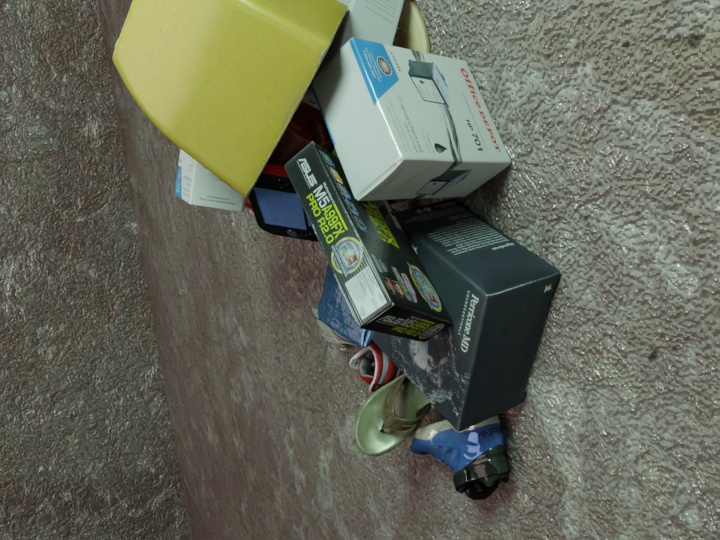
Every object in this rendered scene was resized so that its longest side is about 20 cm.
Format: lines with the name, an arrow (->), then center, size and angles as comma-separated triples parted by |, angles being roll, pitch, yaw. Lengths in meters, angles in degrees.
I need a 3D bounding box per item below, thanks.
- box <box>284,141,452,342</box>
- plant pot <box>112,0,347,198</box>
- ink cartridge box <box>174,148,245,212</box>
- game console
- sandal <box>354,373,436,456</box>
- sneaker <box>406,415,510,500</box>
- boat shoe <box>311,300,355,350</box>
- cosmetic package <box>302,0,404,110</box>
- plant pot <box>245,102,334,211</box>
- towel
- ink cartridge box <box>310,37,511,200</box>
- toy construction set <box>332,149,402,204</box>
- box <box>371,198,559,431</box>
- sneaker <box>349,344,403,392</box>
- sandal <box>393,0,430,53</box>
box -> 0.011, -0.026, 0.714 | 0.044, 0.159, 0.202 | -34, 65, 19
plant pot -> -0.151, -0.245, 0.737 | 0.197, 0.198, 0.195 | -53, 15, 28
ink cartridge box -> -0.212, -0.199, 0.976 | 0.144, 0.083, 0.204 | 25, 106, 63
game console -> -0.090, -0.097, 1.047 | 0.201, 0.173, 0.032 | 88, -163, -67
sandal -> 0.066, 0.181, 0.925 | 0.200, 0.057, 0.080 | -42, 75, 13
sneaker -> 0.134, 0.267, 0.927 | 0.200, 0.076, 0.113 | -38, 59, 52
boat shoe -> -0.026, 0.099, 1.100 | 0.199, 0.071, 0.067 | 17, 122, 59
cosmetic package -> -0.005, -0.309, 0.851 | 0.101, 0.070, 0.204 | -6, 67, 61
plant pot -> -0.128, -0.227, 1.095 | 0.195, 0.198, 0.204 | -35, 71, 51
towel -> 0.000, 0.000, 0.926 | 0.111, 0.048, 0.203 | 28, 116, 30
ink cartridge box -> 0.060, -0.163, 0.742 | 0.086, 0.198, 0.149 | -35, 72, 44
toy construction set -> 0.022, -0.168, 0.939 | 0.201, 0.090, 0.133 | -121, 25, -50
box -> 0.118, 0.048, 0.825 | 0.200, 0.116, 0.200 | 42, 137, 44
sneaker -> 0.039, 0.183, 1.028 | 0.071, 0.111, 0.204 | 40, 135, 48
sandal -> 0.048, -0.251, 0.871 | 0.077, 0.069, 0.216 | 0, 102, 60
